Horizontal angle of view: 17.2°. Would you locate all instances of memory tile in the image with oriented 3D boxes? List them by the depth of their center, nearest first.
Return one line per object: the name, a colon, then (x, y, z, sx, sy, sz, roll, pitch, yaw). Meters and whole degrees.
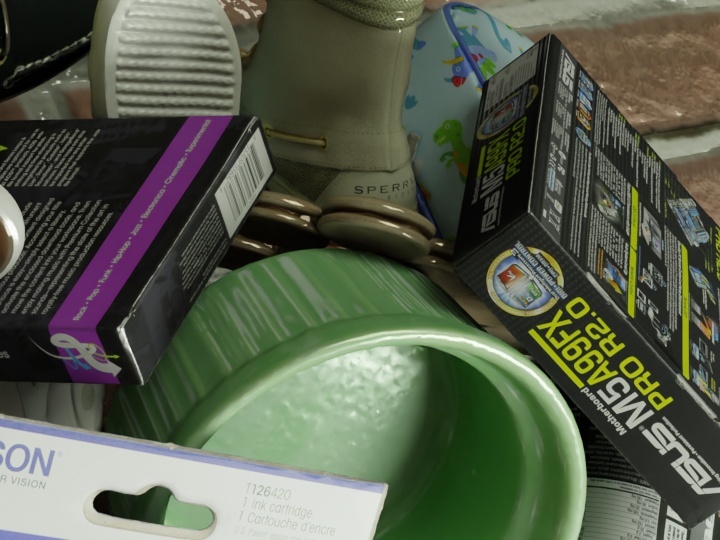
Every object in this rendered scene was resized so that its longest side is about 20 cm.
memory tile: (0.000, 0.000, 1.094, 0.200, 0.153, 0.017, 34, 65, -55)

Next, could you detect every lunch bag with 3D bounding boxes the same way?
lunch bag: (0.084, -0.042, 1.232, 0.200, 0.082, 0.161, 19, 43, -61)

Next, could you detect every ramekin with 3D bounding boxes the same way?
ramekin: (-0.014, 0.089, 1.014, 0.199, 0.200, 0.098, 14, 22, -29)

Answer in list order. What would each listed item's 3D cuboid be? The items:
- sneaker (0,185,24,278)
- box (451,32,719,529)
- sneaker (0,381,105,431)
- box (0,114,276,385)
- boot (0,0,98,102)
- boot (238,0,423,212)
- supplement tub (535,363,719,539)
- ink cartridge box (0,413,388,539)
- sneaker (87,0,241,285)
sneaker: (-0.221, -0.026, 0.962, 0.085, 0.199, 0.073, -72, 149, -49)
box: (0.114, -0.001, 1.061, 0.160, 0.044, 0.200, 48, 23, -17)
sneaker: (-0.159, 0.019, 1.049, 0.099, 0.078, 0.200, 17, 46, -18)
box: (-0.152, -0.011, 1.003, 0.143, 0.199, 0.036, -61, 143, -44)
boot: (-0.170, -0.096, 1.009, 0.203, 0.154, 0.074, -20, 103, -23)
boot: (-0.032, -0.115, 1.147, 0.072, 0.155, 0.200, -14, 33, -29)
supplement tub: (0.112, 0.145, 1.117, 0.122, 0.123, 0.200, 28, 49, -17)
ink cartridge box: (-0.105, 0.159, 0.916, 0.197, 0.047, 0.201, 13, 92, -29)
sneaker: (-0.100, -0.074, 1.102, 0.074, 0.200, 0.082, -32, 53, -21)
